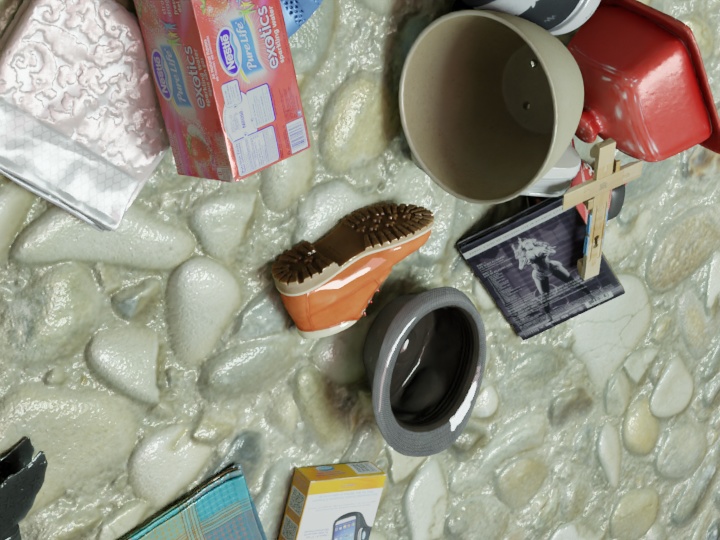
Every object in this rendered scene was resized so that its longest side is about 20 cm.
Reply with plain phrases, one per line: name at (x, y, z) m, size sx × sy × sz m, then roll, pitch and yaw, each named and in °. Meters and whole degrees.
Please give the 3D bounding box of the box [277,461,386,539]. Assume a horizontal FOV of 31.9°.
box at (-0.046, 0.336, 1.552) m, size 0.118 × 0.041 × 0.202 m, roll 2°, pitch 111°, yaw -38°

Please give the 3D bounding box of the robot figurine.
robot figurine at (0.175, -0.329, 1.356) m, size 0.199 × 0.150 × 0.126 m, roll 10°, pitch 88°, yaw -39°

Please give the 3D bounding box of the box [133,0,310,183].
box at (-0.130, -0.194, 1.163) m, size 0.102 × 0.094 × 0.202 m, roll -30°, pitch 118°, yaw -37°

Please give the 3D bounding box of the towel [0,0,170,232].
towel at (-0.254, -0.153, 1.164) m, size 0.199 × 0.032 × 0.192 m, roll 32°, pitch 89°, yaw -43°

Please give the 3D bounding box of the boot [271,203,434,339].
boot at (0.000, 0.000, 1.412) m, size 0.199 × 0.075 × 0.108 m, roll -27°, pitch 129°, yaw -15°

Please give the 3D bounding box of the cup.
cup at (0.161, -0.185, 1.353) m, size 0.143 × 0.199 × 0.202 m, roll -22°, pitch 124°, yaw -47°

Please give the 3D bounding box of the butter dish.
butter dish at (0.307, -0.206, 1.472) m, size 0.147 × 0.200 × 0.200 m, roll -38°, pitch 129°, yaw -7°

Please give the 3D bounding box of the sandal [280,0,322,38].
sandal at (-0.046, -0.294, 1.224) m, size 0.201 × 0.087 × 0.079 m, roll -52°, pitch 134°, yaw -3°

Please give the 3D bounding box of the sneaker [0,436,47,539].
sneaker at (-0.397, 0.246, 1.225) m, size 0.199 × 0.060 × 0.105 m, roll -19°, pitch 123°, yaw -36°

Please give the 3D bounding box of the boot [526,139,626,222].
boot at (0.274, -0.127, 1.564) m, size 0.144 × 0.072 × 0.201 m, roll -32°, pitch 135°, yaw -23°

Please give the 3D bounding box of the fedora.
fedora at (0.063, 0.110, 1.494) m, size 0.176 × 0.090 × 0.202 m, roll -2°, pitch 105°, yaw -39°

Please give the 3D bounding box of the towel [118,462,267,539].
towel at (-0.199, 0.327, 1.440) m, size 0.199 × 0.022 × 0.148 m, roll -30°, pitch 126°, yaw -23°

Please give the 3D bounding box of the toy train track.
toy train track at (0.273, -0.075, 1.487) m, size 0.114 × 0.033 × 0.201 m, roll -22°, pitch 135°, yaw -21°

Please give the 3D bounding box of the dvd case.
dvd case at (0.228, -0.002, 1.570) m, size 0.148 × 0.016 × 0.200 m, roll -26°, pitch 133°, yaw 15°

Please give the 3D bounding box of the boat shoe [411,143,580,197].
boat shoe at (0.152, -0.116, 1.451) m, size 0.198 × 0.072 × 0.069 m, roll -2°, pitch 137°, yaw -16°
